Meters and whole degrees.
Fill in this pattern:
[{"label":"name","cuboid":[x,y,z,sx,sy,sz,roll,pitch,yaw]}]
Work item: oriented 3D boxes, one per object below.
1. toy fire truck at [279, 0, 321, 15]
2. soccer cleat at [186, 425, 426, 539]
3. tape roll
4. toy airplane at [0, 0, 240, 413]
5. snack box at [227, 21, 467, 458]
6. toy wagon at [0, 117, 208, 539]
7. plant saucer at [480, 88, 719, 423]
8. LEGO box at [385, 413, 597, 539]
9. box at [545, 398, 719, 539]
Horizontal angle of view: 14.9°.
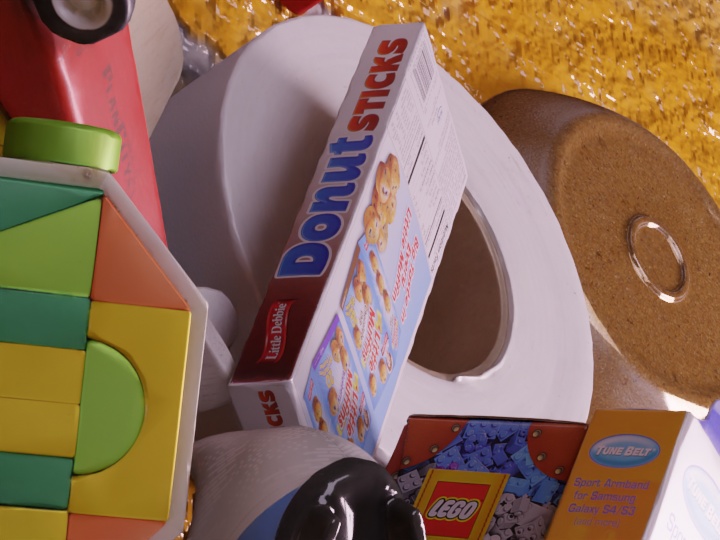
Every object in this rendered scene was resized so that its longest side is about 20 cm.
[{"label":"toy fire truck","cuboid":[-0.030,-0.187,1.174,0.200,0.049,0.142,41,39,-22]},{"label":"soccer cleat","cuboid":[-0.030,0.143,0.807,0.069,0.086,0.202,5,97,-41]},{"label":"tape roll","cuboid":[-0.002,0.007,1.051,0.202,0.071,0.204,30,45,-35]},{"label":"toy airplane","cuboid":[-0.113,-0.027,0.864,0.200,0.140,0.201,40,53,-68]},{"label":"snack box","cuboid":[0.000,0.000,0.952,0.201,0.024,0.072,-70,151,-48]},{"label":"toy wagon","cuboid":[-0.142,0.031,0.731,0.198,0.040,0.157,7,89,-19]},{"label":"plant saucer","cuboid":[0.121,0.001,1.233,0.200,0.035,0.201,29,45,-34]},{"label":"LEGO box","cuboid":[0.060,0.168,0.925,0.200,0.077,0.150,55,49,-40]},{"label":"box","cuboid":[0.088,0.140,0.864,0.119,0.041,0.201,55,46,-40]}]
